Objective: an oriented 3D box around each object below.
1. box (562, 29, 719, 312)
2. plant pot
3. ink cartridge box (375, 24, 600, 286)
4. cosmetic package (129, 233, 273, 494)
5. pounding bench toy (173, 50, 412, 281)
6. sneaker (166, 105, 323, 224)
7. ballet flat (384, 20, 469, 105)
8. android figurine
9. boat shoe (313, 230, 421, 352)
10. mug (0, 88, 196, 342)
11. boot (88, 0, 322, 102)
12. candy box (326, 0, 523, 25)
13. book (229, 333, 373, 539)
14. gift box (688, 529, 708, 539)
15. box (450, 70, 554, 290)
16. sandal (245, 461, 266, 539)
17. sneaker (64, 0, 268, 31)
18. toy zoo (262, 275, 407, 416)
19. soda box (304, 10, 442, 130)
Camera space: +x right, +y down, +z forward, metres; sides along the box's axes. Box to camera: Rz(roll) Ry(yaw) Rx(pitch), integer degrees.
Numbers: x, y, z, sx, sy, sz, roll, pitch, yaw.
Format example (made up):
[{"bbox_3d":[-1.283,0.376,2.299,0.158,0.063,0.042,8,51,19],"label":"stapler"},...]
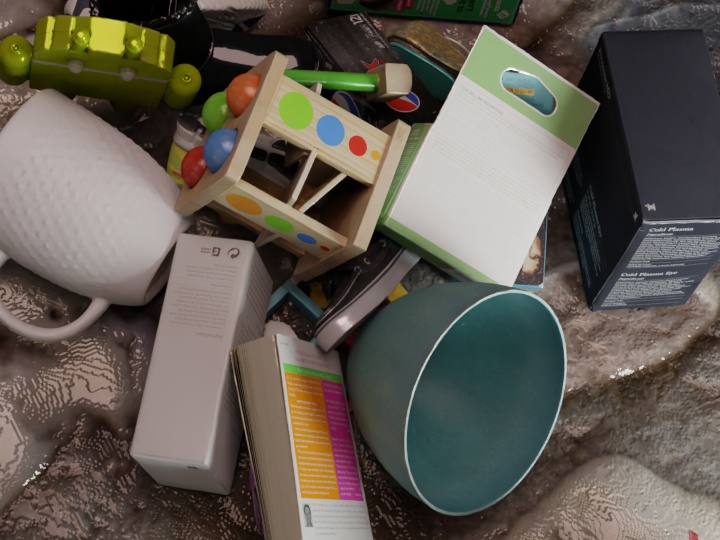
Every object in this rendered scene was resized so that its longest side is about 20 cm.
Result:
[{"bbox_3d":[0.266,-0.091,1.636,0.103,0.182,0.202,-3,65,-10],"label":"box"},{"bbox_3d":[0.065,0.094,1.530,0.200,0.201,0.134,-43,41,-24],"label":"plant pot"},{"bbox_3d":[0.111,-0.097,1.576,0.145,0.048,0.201,30,81,-23],"label":"ink cartridge box"},{"bbox_3d":[-0.135,0.081,1.518,0.071,0.102,0.202,6,69,11],"label":"cosmetic package"},{"bbox_3d":[-0.055,-0.124,1.524,0.155,0.124,0.201,29,66,-19],"label":"pounding bench toy"},{"bbox_3d":[-0.092,-0.075,1.637,0.199,0.091,0.078,27,29,-8],"label":"sneaker"},{"bbox_3d":[0.110,-0.179,1.723,0.199,0.071,0.071,37,65,10],"label":"ballet flat"},{"bbox_3d":[-0.231,-0.181,1.557,0.180,0.200,0.042,8,80,-13],"label":"android figurine"},{"bbox_3d":[0.000,0.000,1.563,0.066,0.070,0.200,43,42,0],"label":"boat shoe"},{"bbox_3d":[-0.255,-0.032,1.557,0.175,0.148,0.201,32,83,4],"label":"mug"},{"bbox_3d":[-0.147,-0.215,1.617,0.196,0.163,0.074,1,70,14],"label":"boot"},{"bbox_3d":[0.066,-0.347,1.787,0.198,0.077,0.171,3,63,-6],"label":"candy box"},{"bbox_3d":[-0.041,0.162,1.484,0.048,0.133,0.202,-18,74,25],"label":"book"},{"bbox_3d":[0.317,0.319,1.442,0.199,0.187,0.185,38,66,-7],"label":"gift box"},{"bbox_3d":[0.134,-0.084,1.647,0.081,0.049,0.202,4,86,-7],"label":"box"},{"bbox_3d":[-0.074,0.177,1.522,0.082,0.049,0.205,10,69,-53],"label":"sandal"},{"bbox_3d":[-0.194,-0.294,1.719,0.197,0.080,0.131,-8,74,-1],"label":"sneaker"},{"bbox_3d":[-0.025,0.058,1.609,0.131,0.021,0.200,41,66,11],"label":"toy zoo"},{"bbox_3d":[0.017,-0.159,1.661,0.070,0.064,0.200,-16,49,-26],"label":"soda box"}]
